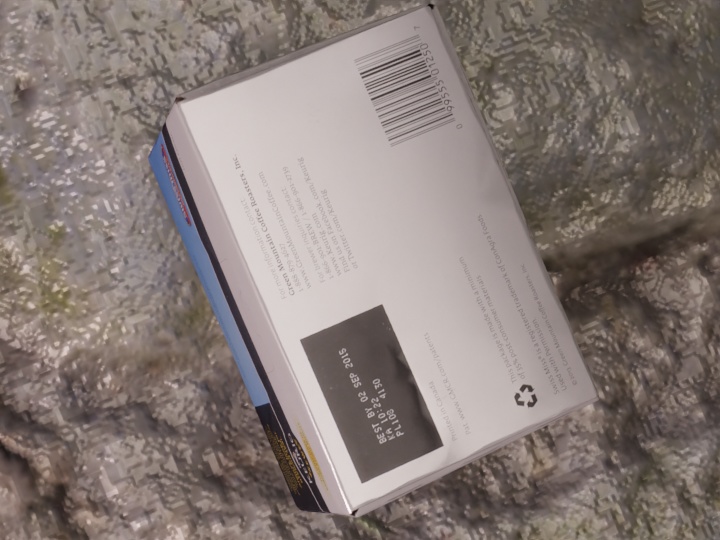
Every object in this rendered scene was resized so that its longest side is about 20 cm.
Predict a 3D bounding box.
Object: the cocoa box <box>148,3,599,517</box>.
[{"bbox_3d":[0.000,0.000,0.837,0.133,0.131,0.200,-23,88,-14],"label":"cocoa box"}]
